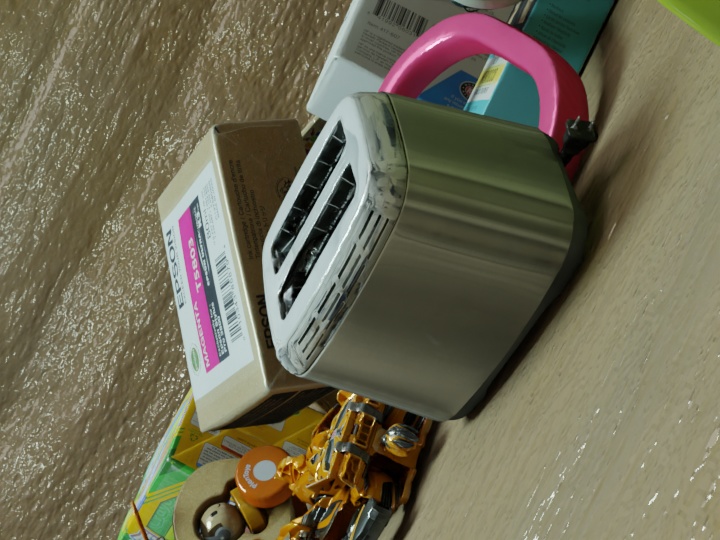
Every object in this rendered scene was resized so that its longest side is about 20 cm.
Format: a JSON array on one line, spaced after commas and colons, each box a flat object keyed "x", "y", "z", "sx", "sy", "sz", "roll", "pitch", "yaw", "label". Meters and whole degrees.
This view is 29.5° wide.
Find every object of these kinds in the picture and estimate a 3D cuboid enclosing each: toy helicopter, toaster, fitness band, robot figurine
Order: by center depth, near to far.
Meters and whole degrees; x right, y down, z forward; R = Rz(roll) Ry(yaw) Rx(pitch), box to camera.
[{"x": 0.030, "y": -0.012, "z": 0.739, "sx": 0.201, "sy": 0.128, "sz": 0.114, "roll": -58, "pitch": 31, "yaw": 37, "label": "toaster"}, {"x": 0.067, "y": -0.089, "z": 0.871, "sx": 0.144, "sy": 0.037, "sz": 0.200, "roll": -59, "pitch": 34, "yaw": 10, "label": "fitness band"}, {"x": -0.014, "y": 0.138, "z": 0.883, "sx": 0.200, "sy": 0.058, "sz": 0.146, "roll": -54, "pitch": 14, "yaw": 55, "label": "robot figurine"}, {"x": -0.107, "y": 0.231, "z": 1.016, "sx": 0.079, "sy": 0.131, "sz": 0.202, "roll": 80, "pitch": -174, "yaw": -52, "label": "toy helicopter"}]

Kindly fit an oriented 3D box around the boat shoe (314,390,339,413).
[{"x": -0.027, "y": 0.073, "z": 1.133, "sx": 0.069, "sy": 0.071, "sz": 0.200, "roll": -43, "pitch": 16, "yaw": -12, "label": "boat shoe"}]

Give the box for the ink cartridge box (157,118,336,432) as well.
[{"x": -0.085, "y": 0.009, "z": 1.035, "sx": 0.165, "sy": 0.074, "sz": 0.202, "roll": -37, "pitch": 64, "yaw": 60, "label": "ink cartridge box"}]

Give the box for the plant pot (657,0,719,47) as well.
[{"x": 0.145, "y": -0.236, "z": 0.589, "sx": 0.200, "sy": 0.180, "sz": 0.201, "roll": -60, "pitch": 8, "yaw": 27, "label": "plant pot"}]

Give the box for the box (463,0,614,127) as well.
[{"x": 0.111, "y": -0.127, "z": 0.937, "sx": 0.202, "sy": 0.049, "sz": 0.082, "roll": -64, "pitch": 8, "yaw": 1, "label": "box"}]

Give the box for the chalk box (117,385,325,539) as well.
[{"x": -0.133, "y": 0.203, "z": 1.222, "sx": 0.201, "sy": 0.123, "sz": 0.124, "roll": -58, "pitch": 9, "yaw": 42, "label": "chalk box"}]

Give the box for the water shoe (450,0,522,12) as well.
[{"x": 0.088, "y": -0.206, "z": 0.933, "sx": 0.079, "sy": 0.071, "sz": 0.201, "roll": -63, "pitch": 0, "yaw": 35, "label": "water shoe"}]

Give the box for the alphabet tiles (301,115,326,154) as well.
[{"x": 0.011, "y": -0.123, "z": 1.240, "sx": 0.167, "sy": 0.006, "sz": 0.200, "roll": -48, "pitch": -24, "yaw": 11, "label": "alphabet tiles"}]

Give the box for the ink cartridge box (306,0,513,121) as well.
[{"x": 0.061, "y": -0.194, "z": 1.124, "sx": 0.084, "sy": 0.145, "sz": 0.201, "roll": -52, "pitch": 13, "yaw": 57, "label": "ink cartridge box"}]
